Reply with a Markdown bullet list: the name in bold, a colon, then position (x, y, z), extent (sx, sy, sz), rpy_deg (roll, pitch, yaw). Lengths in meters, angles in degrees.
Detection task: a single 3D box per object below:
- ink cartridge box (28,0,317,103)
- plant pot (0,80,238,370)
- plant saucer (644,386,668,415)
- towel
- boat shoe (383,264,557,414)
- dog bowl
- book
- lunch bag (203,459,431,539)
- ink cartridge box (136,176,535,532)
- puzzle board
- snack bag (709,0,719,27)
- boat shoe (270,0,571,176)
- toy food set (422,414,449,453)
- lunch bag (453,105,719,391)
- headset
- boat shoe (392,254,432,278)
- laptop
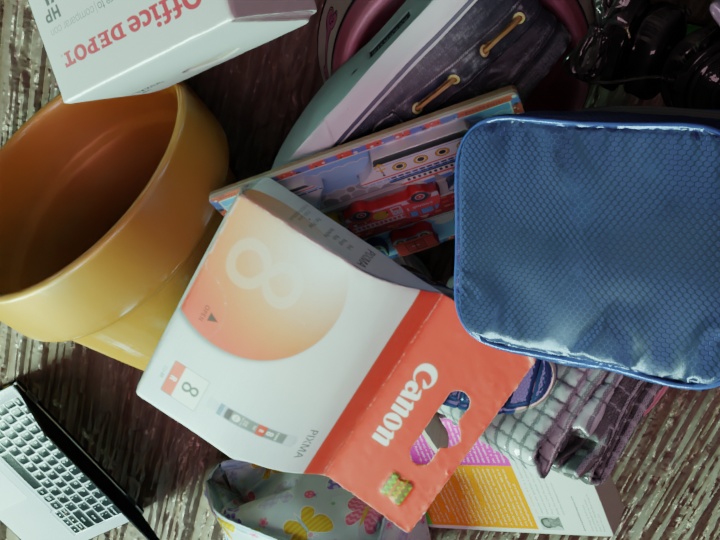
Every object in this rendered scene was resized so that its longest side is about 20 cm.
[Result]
- **ink cartridge box**: position (-0.130, -0.214, 0.580), extent (0.145, 0.084, 0.201), rpy_deg (-15, 96, 34)
- **plant pot**: position (-0.150, -0.013, 0.727), extent (0.199, 0.201, 0.183), rpy_deg (-27, 134, 17)
- **plant saucer**: position (0.170, 0.078, 0.851), extent (0.199, 0.051, 0.201), rpy_deg (0, 122, 0)
- **towel**: position (0.141, 0.039, 0.714), extent (0.085, 0.165, 0.201), rpy_deg (37, 82, -37)
- **boat shoe**: position (0.034, 0.029, 0.664), extent (0.199, 0.072, 0.073), rpy_deg (21, 109, 12)
- **dog bowl**: position (0.068, -0.141, 0.699), extent (0.199, 0.074, 0.201), rpy_deg (0, 122, 0)
- **book**: position (0.104, 0.159, 0.857), extent (0.199, 0.048, 0.134), rpy_deg (-4, 124, 36)
- **lunch bag**: position (-0.037, 0.252, 0.921), extent (0.199, 0.127, 0.170), rpy_deg (5, 126, 30)
- **ink cartridge box**: position (-0.021, 0.064, 0.624), extent (0.200, 0.050, 0.163), rpy_deg (34, 115, 6)
- **puzzle board**: position (0.021, -0.044, 0.671), extent (0.199, 0.017, 0.151), rpy_deg (-18, 154, 12)
- **snack bag**: position (0.290, -0.107, 0.620), extent (0.021, 0.189, 0.200), rpy_deg (-32, 96, 40)
- **boat shoe**: position (0.035, -0.104, 0.638), extent (0.091, 0.071, 0.200), rpy_deg (38, 115, -20)
- **toy food set**: position (-0.039, 0.098, 0.825), extent (0.199, 0.061, 0.144), rpy_deg (-8, 126, 39)
- **lunch bag**: position (0.152, -0.022, 0.572), extent (0.199, 0.132, 0.137), rpy_deg (12, 107, 42)
- **headset**: position (0.204, -0.142, 0.639), extent (0.199, 0.123, 0.094), rpy_deg (-11, 127, -37)
- **boat shoe**: position (0.000, 0.000, 0.794), extent (0.073, 0.067, 0.200), rpy_deg (-30, 118, 19)
- **laptop**: position (-0.279, 0.205, 0.901), extent (0.199, 0.116, 0.188), rpy_deg (-26, 118, 16)
